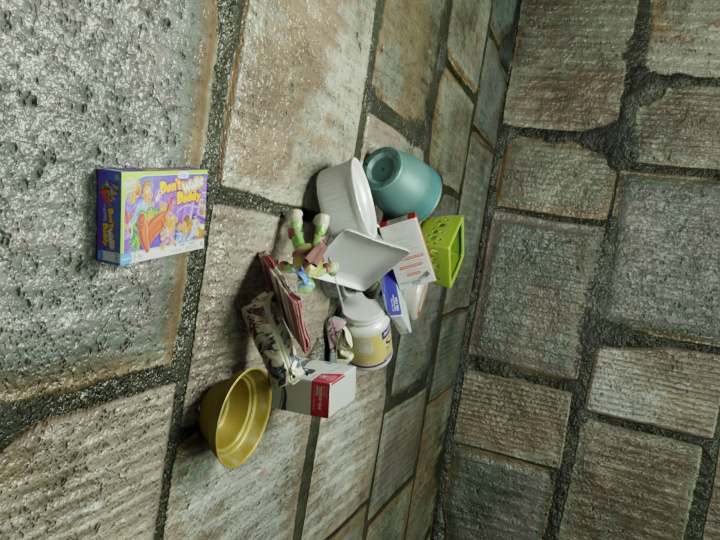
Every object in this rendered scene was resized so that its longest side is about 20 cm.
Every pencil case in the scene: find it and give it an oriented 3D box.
[{"bbox_3d":[-0.179,0.142,1.322,0.078,0.089,0.200,-26,96,-38],"label":"pencil case"}]

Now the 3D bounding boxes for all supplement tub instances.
[{"bbox_3d":[0.016,0.176,1.852,0.145,0.145,0.200,-58,150,-45],"label":"supplement tub"}]

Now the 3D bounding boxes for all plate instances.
[{"bbox_3d":[-0.015,-0.029,1.549,0.199,0.200,0.032,17,50,-32],"label":"plate"}]

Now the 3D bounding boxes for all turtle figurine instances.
[{"bbox_3d":[-0.126,-0.023,1.421,0.200,0.144,0.194,54,34,-63],"label":"turtle figurine"}]

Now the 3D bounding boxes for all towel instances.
[{"bbox_3d":[-0.156,0.062,1.322,0.023,0.200,0.144,-22,131,-18],"label":"towel"}]

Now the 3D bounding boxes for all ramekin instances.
[{"bbox_3d":[-0.033,-0.164,1.551,0.200,0.097,0.201,-14,90,-79],"label":"ramekin"}]

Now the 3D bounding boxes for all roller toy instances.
[{"bbox_3d":[0.144,0.065,2.144,0.183,0.139,0.200,92,17,-50],"label":"roller toy"}]

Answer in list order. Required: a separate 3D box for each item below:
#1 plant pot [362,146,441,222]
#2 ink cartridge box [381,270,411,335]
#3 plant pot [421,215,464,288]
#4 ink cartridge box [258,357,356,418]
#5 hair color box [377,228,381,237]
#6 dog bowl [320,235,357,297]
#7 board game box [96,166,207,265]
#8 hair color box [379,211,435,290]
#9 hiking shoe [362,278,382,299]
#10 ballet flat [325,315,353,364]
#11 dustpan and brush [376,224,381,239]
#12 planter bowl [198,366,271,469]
[{"bbox_3d":[0.105,-0.254,1.839,0.188,0.200,0.201,30,71,-53],"label":"plant pot"},{"bbox_3d":[0.099,0.064,1.886,0.200,0.041,0.200,58,20,-60],"label":"ink cartridge box"},{"bbox_3d":[0.269,-0.081,2.343,0.200,0.181,0.199,-59,151,-42],"label":"plant pot"},{"bbox_3d":[-0.129,0.257,1.439,0.145,0.200,0.084,-19,113,-67],"label":"ink cartridge box"},{"bbox_3d":[0.059,-0.037,1.985,0.200,0.060,0.099,72,35,-50],"label":"hair color box"},{"bbox_3d":[-0.040,-0.018,1.739,0.200,0.059,0.201,9,90,-69],"label":"dog bowl"},{"bbox_3d":[-0.318,-0.091,0.995,0.200,0.045,0.135,-24,121,-65],"label":"board game box"},{"bbox_3d":[0.136,-0.054,1.837,0.064,0.111,0.200,-78,150,-69],"label":"hair color box"},{"bbox_3d":[0.000,0.000,1.692,0.101,0.076,0.200,-41,131,-42],"label":"hiking shoe"},{"bbox_3d":[-0.055,0.215,1.788,0.069,0.071,0.200,-52,146,-50],"label":"ballet flat"},{"bbox_3d":[-0.002,-0.146,1.743,0.200,0.140,0.057,32,105,-37],"label":"dustpan and brush"},{"bbox_3d":[-0.261,0.281,1.264,0.200,0.083,0.201,10,90,-70],"label":"planter bowl"}]
